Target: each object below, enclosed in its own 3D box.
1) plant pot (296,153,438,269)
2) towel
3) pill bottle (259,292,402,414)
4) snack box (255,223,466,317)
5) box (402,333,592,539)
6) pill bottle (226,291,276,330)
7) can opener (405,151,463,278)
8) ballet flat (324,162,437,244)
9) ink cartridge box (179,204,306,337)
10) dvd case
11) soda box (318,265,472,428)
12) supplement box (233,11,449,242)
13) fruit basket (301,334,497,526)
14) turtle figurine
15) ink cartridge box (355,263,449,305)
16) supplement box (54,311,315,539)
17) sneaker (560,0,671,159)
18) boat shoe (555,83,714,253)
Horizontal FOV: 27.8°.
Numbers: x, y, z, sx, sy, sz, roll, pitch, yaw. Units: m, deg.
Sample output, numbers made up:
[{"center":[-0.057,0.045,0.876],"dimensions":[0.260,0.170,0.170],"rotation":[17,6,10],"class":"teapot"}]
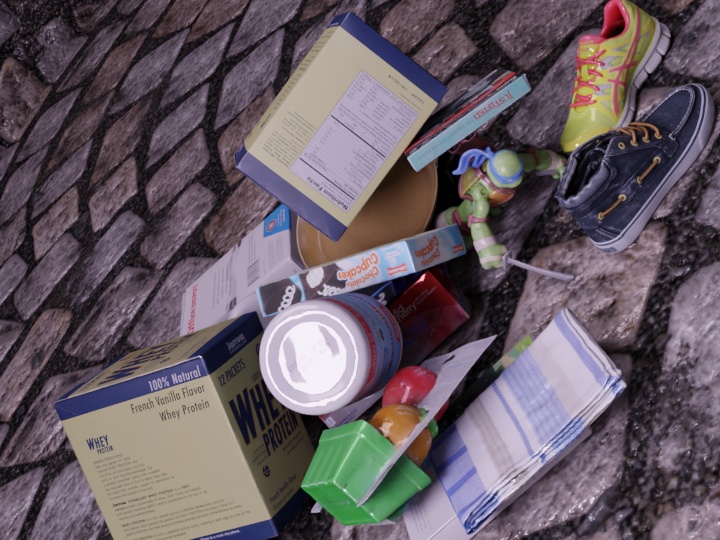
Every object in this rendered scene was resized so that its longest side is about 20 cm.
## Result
[{"center":[0.012,-0.070,1.676],"dimensions":[0.199,0.027,0.202],"rotation":[-18,57,30],"class":"plant pot"},{"center":[0.144,0.132,1.316],"dimensions":[0.200,0.024,0.147],"rotation":[-45,26,10],"class":"towel"},{"center":[-0.020,0.078,1.438],"dimensions":[0.109,0.109,0.200],"rotation":[-43,-8,13],"class":"pill bottle"},{"center":[0.000,0.000,1.537],"dimensions":[0.199,0.037,0.116],"rotation":[-17,1,34],"class":"snack box"},{"center":[0.117,0.168,1.375],"dimensions":[0.200,0.036,0.145],"rotation":[-43,27,12],"class":"box"},{"center":[-0.119,0.108,1.680],"dimensions":[0.110,0.109,0.200],"rotation":[-66,4,-30],"class":"pill bottle"},{"center":[0.089,-0.072,1.687],"dimensions":[0.063,0.079,0.201],"rotation":[-8,49,43],"class":"can opener"},{"center":[0.009,-0.083,1.745],"dimensions":[0.200,0.064,0.076],"rotation":[-47,-10,2],"class":"ballet flat"},{"center":[-0.136,0.027,1.893],"dimensions":[0.200,0.086,0.147],"rotation":[-41,27,20],"class":"ink cartridge box"},{"center":[0.106,-0.164,1.548],"dimensions":[0.145,0.022,0.200],"rotation":[-36,10,4],"class":"dvd case"},{"center":[0.027,0.084,1.566],"dimensions":[0.200,0.070,0.063],"rotation":[-43,0,12],"class":"soda box"},{"center":[-0.027,-0.159,1.584],"dimensions":[0.200,0.134,0.200],"rotation":[-53,9,3],"class":"supplement box"},{"center":[0.041,0.151,1.373],"dimensions":[0.200,0.094,0.185],"rotation":[-44,5,-22],"class":"fruit basket"},{"center":[0.167,-0.059,1.553],"dimensions":[0.194,0.198,0.145],"rotation":[155,127,-75],"class":"turtle figurine"},{"center":[0.014,0.040,1.694],"dimensions":[0.200,0.043,0.199],"rotation":[-42,26,14],"class":"ink cartridge box"},{"center":[-0.178,0.181,1.537],"dimensions":[0.199,0.201,0.134],"rotation":[-18,10,26],"class":"supplement box"},{"center":[0.260,-0.212,1.589],"dimensions":[0.078,0.090,0.201],"rotation":[-2,54,54],"class":"sneaker"},{"center":[0.274,-0.121,1.440],"dimensions":[0.071,0.091,0.201],"rotation":[17,70,54],"class":"boat shoe"}]
